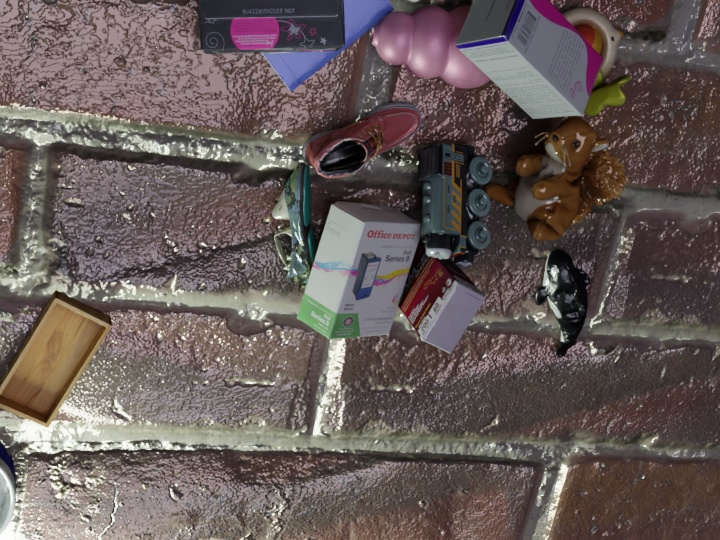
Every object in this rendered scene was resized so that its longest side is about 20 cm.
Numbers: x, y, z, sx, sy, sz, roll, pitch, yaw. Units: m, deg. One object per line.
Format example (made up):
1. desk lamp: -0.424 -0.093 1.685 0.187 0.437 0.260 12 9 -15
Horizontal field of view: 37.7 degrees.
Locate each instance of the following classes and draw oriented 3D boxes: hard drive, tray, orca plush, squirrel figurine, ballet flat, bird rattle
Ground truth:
1. hard drive: -0.065 -0.380 1.566 0.200 0.025 0.132 -38 117 1
2. tray: -0.482 0.139 1.647 0.098 0.037 0.201 30 100 -25
3. orca plush: 0.364 0.066 1.854 0.104 0.071 0.201 -3 112 -16
4. squirrel figurine: 0.336 -0.161 1.709 0.199 0.142 0.188 1 126 -36
5. ballet flat: -0.106 -0.071 1.662 0.074 0.074 0.201 -10 110 -13
6. bird rattle: 0.335 -0.340 1.687 0.199 0.113 0.164 23 92 -11

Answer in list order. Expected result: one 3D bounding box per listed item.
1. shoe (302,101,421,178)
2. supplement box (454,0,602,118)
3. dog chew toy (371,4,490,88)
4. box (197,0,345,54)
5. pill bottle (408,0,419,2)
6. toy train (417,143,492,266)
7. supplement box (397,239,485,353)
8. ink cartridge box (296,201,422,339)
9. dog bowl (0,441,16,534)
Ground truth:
1. shoe: 0.012 -0.198 1.627 0.199 0.091 0.072 -21 116 -8
2. supplement box: 0.246 -0.315 1.522 0.200 0.103 0.102 34 71 -35
3. dog chew toy: 0.115 -0.343 1.588 0.198 0.125 0.125 5 110 -10
4. box: -0.126 -0.373 1.475 0.198 0.115 0.133 -3 99 -7
5. pill bottle: 0.129 -0.488 1.532 0.199 0.112 0.112 -33 117 -2
6. toy train: 0.145 -0.108 1.677 0.113 0.085 0.202 9 78 -31
7. supplement box: 0.118 0.037 1.695 0.061 0.200 0.109 26 102 -23
8. ink cartridge box: 0.000 0.000 1.679 0.145 0.087 0.201 1 112 -47
9. dog bowl: -0.645 0.345 1.657 0.199 0.079 0.202 -6 113 -15
